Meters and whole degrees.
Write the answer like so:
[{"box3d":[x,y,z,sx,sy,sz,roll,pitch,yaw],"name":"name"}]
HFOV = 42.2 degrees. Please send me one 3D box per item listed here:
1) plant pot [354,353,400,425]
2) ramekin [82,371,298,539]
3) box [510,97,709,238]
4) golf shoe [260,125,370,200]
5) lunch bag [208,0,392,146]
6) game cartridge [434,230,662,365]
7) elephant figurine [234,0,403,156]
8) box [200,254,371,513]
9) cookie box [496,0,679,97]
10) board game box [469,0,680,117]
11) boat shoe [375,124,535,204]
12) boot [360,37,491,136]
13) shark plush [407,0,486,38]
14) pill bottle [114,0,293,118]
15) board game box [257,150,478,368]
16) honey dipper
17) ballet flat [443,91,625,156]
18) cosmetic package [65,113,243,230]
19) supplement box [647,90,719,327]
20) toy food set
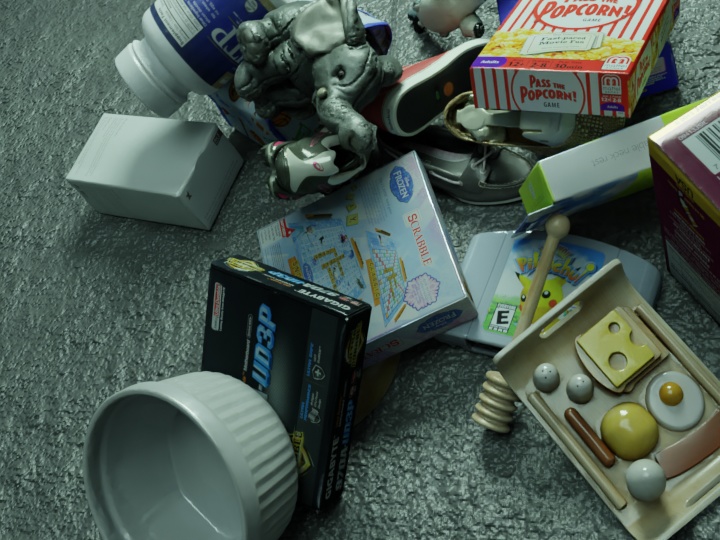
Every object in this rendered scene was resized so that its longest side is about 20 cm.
[{"box3d":[-0.053,0.083,0.979,0.197,0.028,0.203,-13,55,19],"name":"plant pot"},{"box3d":[-0.149,0.189,0.855,0.197,0.105,0.204,9,107,31],"name":"ramekin"},{"box3d":[0.233,-0.093,0.872,0.197,0.122,0.048,-20,82,-1],"name":"box"},{"box3d":[-0.024,-0.118,1.014,0.087,0.079,0.200,-5,15,28],"name":"golf shoe"},{"box3d":[-0.078,-0.255,1.147,0.200,0.124,0.169,-47,51,-9],"name":"lunch bag"},{"box3d":[0.180,0.027,0.898,0.197,0.041,0.135,11,61,30],"name":"game cartridge"},{"box3d":[-0.023,-0.207,0.958,0.198,0.140,0.158,14,105,40],"name":"elephant figurine"},{"box3d":[-0.078,0.104,0.879,0.157,0.046,0.203,20,112,27],"name":"box"},{"box3d":[0.244,-0.274,1.037,0.169,0.075,0.203,-15,53,17],"name":"cookie box"},{"box3d":[0.211,-0.222,0.900,0.149,0.047,0.201,8,43,28],"name":"board game box"},{"box3d":[0.100,-0.121,1.017,0.198,0.057,0.067,16,67,33],"name":"boat shoe"},{"box3d":[0.064,-0.221,1.069,0.198,0.073,0.143,-29,33,-29],"name":"boot"},{"box3d":[0.113,-0.315,1.106,0.091,0.200,0.083,43,76,-6],"name":"shark plush"},{"box3d":[-0.179,-0.274,1.068,0.199,0.119,0.120,-39,50,12],"name":"pill bottle"},{"box3d":[0.000,0.000,0.960,0.197,0.041,0.202,-25,52,12],"name":"board game box"},{"box3d":[0.151,0.047,0.844,0.038,0.038,0.203,23,97,35],"name":"honey dipper"},{"box3d":[0.161,-0.146,0.920,0.198,0.065,0.072,6,103,46],"name":"ballet flat"},{"box3d":[-0.260,-0.127,1.182,0.197,0.081,0.114,12,65,30],"name":"cosmetic package"},{"box3d":[0.327,-0.053,0.772,0.130,0.201,0.104,-33,51,2],"name":"supplement box"},{"box3d":[0.227,0.107,0.780,0.143,0.060,0.201,-38,70,-1],"name":"toy food set"}]
